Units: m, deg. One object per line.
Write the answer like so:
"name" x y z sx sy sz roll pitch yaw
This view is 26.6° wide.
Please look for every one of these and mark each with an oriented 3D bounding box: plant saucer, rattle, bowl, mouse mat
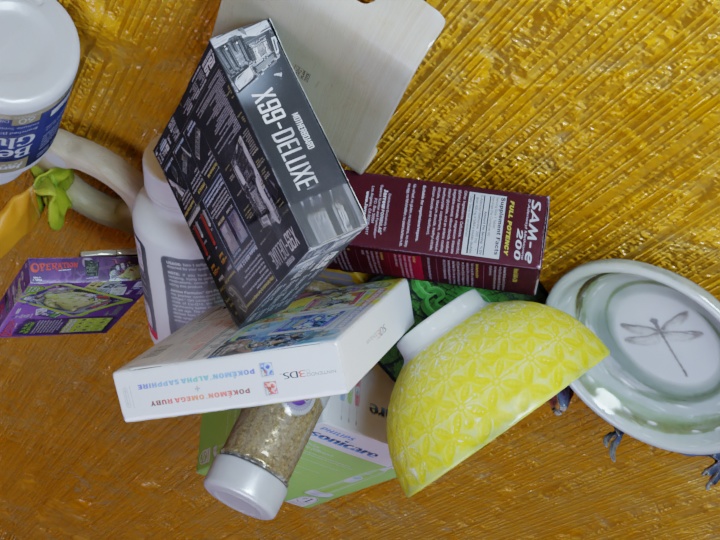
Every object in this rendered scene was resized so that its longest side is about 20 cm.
"plant saucer" 0.246 0.061 1.244 0.199 0.050 0.201 26 142 23
"rattle" -0.230 -0.030 1.394 0.199 0.144 0.130 35 139 -15
"bowl" 0.090 0.082 1.223 0.108 0.199 0.200 55 155 7
"mouse mat" 0.084 0.045 1.320 0.160 0.008 0.200 -31 136 11

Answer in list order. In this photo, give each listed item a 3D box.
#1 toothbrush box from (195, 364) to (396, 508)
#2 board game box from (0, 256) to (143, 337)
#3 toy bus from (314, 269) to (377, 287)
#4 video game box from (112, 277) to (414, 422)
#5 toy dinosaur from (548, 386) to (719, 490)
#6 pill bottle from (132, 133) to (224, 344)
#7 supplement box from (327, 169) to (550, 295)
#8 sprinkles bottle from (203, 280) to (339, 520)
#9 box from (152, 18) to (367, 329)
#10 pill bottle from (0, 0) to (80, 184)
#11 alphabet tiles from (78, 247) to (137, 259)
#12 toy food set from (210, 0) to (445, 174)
"toothbrush box" -0.042 0.152 1.459 0.145 0.087 0.199 23 148 -34
"board game box" -0.277 0.027 1.453 0.119 0.033 0.200 -6 166 -25
"toy bus" 0.000 0.000 1.346 0.078 0.066 0.200 9 152 32
"video game box" -0.068 0.059 1.181 0.180 0.200 0.047 -11 99 19
"toy dinosaur" 0.261 0.130 1.375 0.199 0.106 0.181 29 177 -43
"pill bottle" -0.139 -0.022 1.321 0.110 0.111 0.201 14 135 16
"supplement box" 0.044 -0.030 1.185 0.198 0.062 0.109 8 169 5
"sprinkles bottle" -0.062 0.109 1.296 0.068 0.201 0.068 21 158 9
"box" -0.078 -0.062 1.089 0.159 0.049 0.200 63 155 9
"pill bottle" -0.297 -0.143 1.246 0.110 0.112 0.200 26 155 -9
"alphabet tiles" -0.209 0.002 1.464 0.198 0.006 0.166 -4 166 -16
"toy food set" -0.027 -0.160 1.071 0.143 0.061 0.200 34 154 2
